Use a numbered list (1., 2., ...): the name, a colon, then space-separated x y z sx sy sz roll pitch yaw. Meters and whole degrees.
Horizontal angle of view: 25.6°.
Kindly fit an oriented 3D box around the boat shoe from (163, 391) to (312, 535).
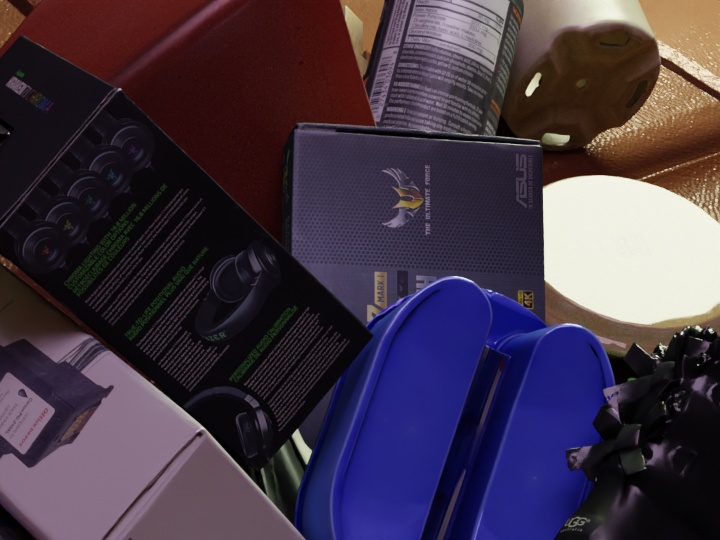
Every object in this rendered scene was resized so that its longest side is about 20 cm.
1. boat shoe: -0.080 0.096 0.881 0.065 0.075 0.200 -1 45 -37

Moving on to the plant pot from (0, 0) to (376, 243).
1. plant pot: -0.123 -0.098 1.018 0.176 0.202 0.199 -35 35 -28

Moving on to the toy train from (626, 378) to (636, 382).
1. toy train: 0.193 0.094 0.995 0.197 0.042 0.057 8 24 -5

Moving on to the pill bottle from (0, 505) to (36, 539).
1. pill bottle: -0.164 0.180 0.705 0.199 0.113 0.111 35 41 29

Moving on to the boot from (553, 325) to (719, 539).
1. boot: 0.172 0.139 0.770 0.073 0.199 0.163 -6 42 54

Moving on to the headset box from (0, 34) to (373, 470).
1. headset box: -0.118 -0.018 0.797 0.093 0.200 0.174 -49 31 -6

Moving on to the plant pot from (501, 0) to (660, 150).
1. plant pot: 0.148 -0.207 1.290 0.198 0.202 0.185 -5 48 -22

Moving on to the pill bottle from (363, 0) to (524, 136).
1. pill bottle: 0.061 -0.161 1.170 0.105 0.106 0.202 14 73 4

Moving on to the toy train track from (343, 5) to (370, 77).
1. toy train track: -0.017 -0.134 1.244 0.115 0.032 0.201 41 32 -33

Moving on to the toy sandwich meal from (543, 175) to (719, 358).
1. toy sandwich meal: 0.181 0.007 1.092 0.202 0.071 0.206 6 40 -5

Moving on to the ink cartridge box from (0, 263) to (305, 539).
1. ink cartridge box: -0.126 0.095 0.760 0.084 0.145 0.199 -47 49 -12

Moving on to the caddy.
1. caddy: 0.048 0.100 0.815 0.140 0.105 0.202 22 73 -5

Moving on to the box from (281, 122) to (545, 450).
1. box: 0.031 0.019 0.940 0.155 0.051 0.203 3 77 -11
